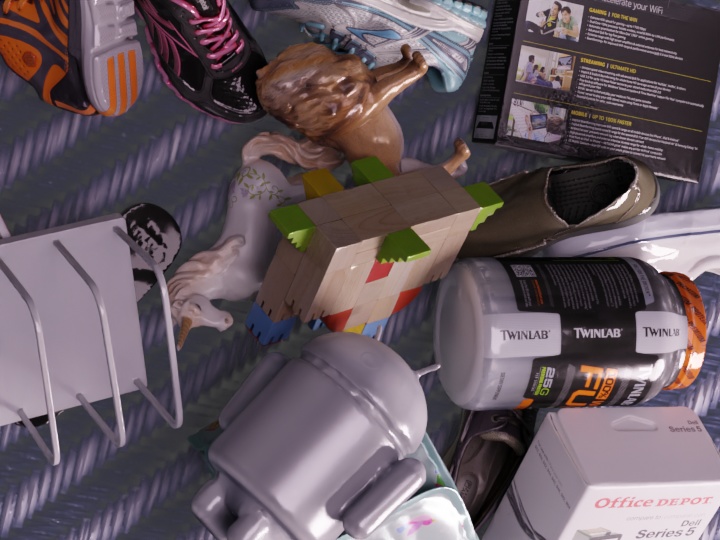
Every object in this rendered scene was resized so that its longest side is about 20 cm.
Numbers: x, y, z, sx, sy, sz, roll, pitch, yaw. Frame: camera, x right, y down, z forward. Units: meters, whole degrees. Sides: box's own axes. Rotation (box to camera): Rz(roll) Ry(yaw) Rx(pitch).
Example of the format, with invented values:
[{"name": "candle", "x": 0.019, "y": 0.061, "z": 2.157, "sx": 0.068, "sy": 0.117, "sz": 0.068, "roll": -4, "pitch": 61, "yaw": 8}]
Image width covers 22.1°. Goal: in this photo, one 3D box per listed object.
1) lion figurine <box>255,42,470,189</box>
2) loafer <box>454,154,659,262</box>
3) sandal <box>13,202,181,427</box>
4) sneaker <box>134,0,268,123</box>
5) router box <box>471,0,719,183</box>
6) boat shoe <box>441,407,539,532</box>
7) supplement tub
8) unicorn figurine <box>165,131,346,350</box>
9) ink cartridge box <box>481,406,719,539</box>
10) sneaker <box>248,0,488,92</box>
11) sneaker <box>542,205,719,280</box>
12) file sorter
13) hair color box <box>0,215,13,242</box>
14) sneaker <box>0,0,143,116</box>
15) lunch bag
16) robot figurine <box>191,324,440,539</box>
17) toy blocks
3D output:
[{"name": "lion figurine", "x": 0.010, "y": -0.100, "z": 1.426, "sx": 0.122, "sy": 0.072, "sz": 0.200, "roll": -31, "pitch": 116, "yaw": -3}, {"name": "loafer", "x": 0.142, "y": -0.055, "z": 1.491, "sx": 0.199, "sy": 0.070, "sz": 0.075, "roll": -19, "pitch": 70, "yaw": 4}, {"name": "sandal", "x": -0.209, "y": 0.032, "z": 1.408, "sx": 0.075, "sy": 0.045, "sz": 0.200, "roll": 40, "pitch": 82, "yaw": -23}, {"name": "sneaker", "x": -0.125, "y": -0.192, "z": 1.384, "sx": 0.079, "sy": 0.095, "sz": 0.200, "roll": -42, "pitch": 111, "yaw": -14}, {"name": "router box", "x": 0.202, "y": -0.162, "z": 1.540, "sx": 0.199, "sy": 0.051, "sz": 0.150, "roll": 9, "pitch": 92, "yaw": -23}, {"name": "boat shoe", "x": 0.115, "y": 0.137, "z": 1.541, "sx": 0.072, "sy": 0.065, "sz": 0.200, "roll": 29, "pitch": 86, "yaw": -20}, {"name": "supplement tub", "x": 0.168, "y": 0.050, "z": 1.482, "sx": 0.199, "sy": 0.123, "sz": 0.123, "roll": 0, "pitch": 98, "yaw": -17}, {"name": "unicorn figurine", "x": -0.081, "y": -0.014, "z": 1.444, "sx": 0.137, "sy": 0.074, "sz": 0.201, "roll": 15, "pitch": 72, "yaw": -26}, {"name": "ink cartridge box", "x": 0.194, "y": 0.210, "z": 1.517, "sx": 0.145, "sy": 0.084, "sz": 0.200, "roll": 1, "pitch": 132, "yaw": -26}, {"name": "sneaker", "x": 0.005, "y": -0.185, "z": 1.448, "sx": 0.199, "sy": 0.078, "sz": 0.087, "roll": 8, "pitch": 98, "yaw": -22}, {"name": "sneaker", "x": 0.248, "y": -0.013, "z": 1.567, "sx": 0.199, "sy": 0.073, "sz": 0.071, "roll": -7, "pitch": 91, "yaw": -22}, {"name": "file sorter", "x": -0.237, "y": 0.062, "z": 1.303, "sx": 0.199, "sy": 0.124, "sz": 0.139, "roll": -14, "pitch": 114, "yaw": -22}, {"name": "hair color box", "x": -0.332, "y": -0.068, "z": 1.337, "sx": 0.101, "sy": 0.061, "sz": 0.200, "roll": -29, "pitch": 108, "yaw": -16}, {"name": "sneaker", "x": -0.221, "y": -0.211, "z": 1.322, "sx": 0.078, "sy": 0.112, "sz": 0.201, "roll": -23, "pitch": 119, "yaw": -57}, {"name": "lunch bag", "x": -0.017, "y": 0.181, "z": 1.455, "sx": 0.170, "sy": 0.122, "sz": 0.200, "roll": -29, "pitch": 96, "yaw": -13}, {"name": "robot figurine", "x": -0.031, "y": 0.125, "z": 1.340, "sx": 0.200, "sy": 0.169, "sz": 0.113, "roll": -46, "pitch": 149, "yaw": -11}, {"name": "toy blocks", "x": 0.000, "y": 0.000, "z": 1.399, "sx": 0.200, "sy": 0.100, "sz": 0.137, "roll": -17, "pitch": 144, "yaw": -40}]
